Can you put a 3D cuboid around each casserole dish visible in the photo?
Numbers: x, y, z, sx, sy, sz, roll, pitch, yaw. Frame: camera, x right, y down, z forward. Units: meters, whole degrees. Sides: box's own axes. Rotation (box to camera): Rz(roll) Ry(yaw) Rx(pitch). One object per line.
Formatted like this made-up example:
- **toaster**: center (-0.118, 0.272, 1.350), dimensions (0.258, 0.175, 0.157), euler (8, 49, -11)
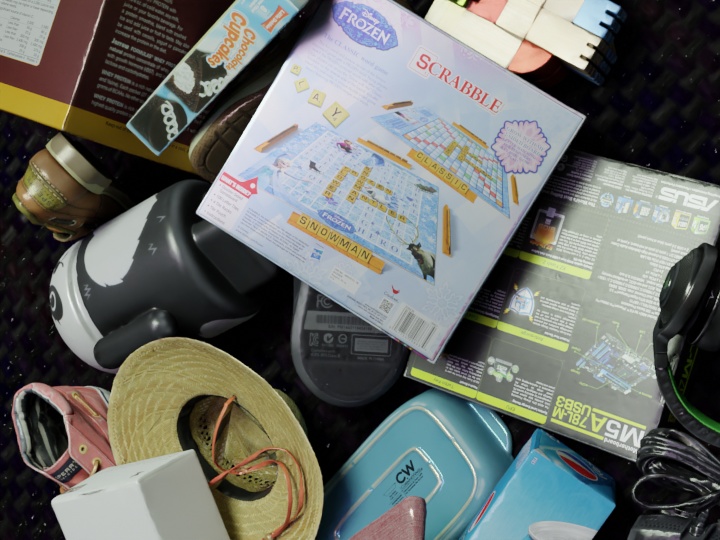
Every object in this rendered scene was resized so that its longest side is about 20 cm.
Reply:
- **casserole dish**: center (0.028, 0.174, 1.094), dimensions (0.200, 0.039, 0.121), euler (-48, 60, 15)

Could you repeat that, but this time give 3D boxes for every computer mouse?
- **computer mouse**: center (0.211, 0.215, 0.956), dimensions (0.138, 0.053, 0.200), euler (28, 99, 31)
- **computer mouse**: center (0.000, 0.000, 1.113), dimensions (0.138, 0.053, 0.200), euler (8, 93, -8)

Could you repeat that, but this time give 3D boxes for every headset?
- **headset**: center (0.249, 0.013, 0.948), dimensions (0.123, 0.094, 0.200), euler (1, 105, 7)

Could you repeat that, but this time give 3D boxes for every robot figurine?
- **robot figurine**: center (-0.156, 0.003, 1.192), dimensions (0.200, 0.150, 0.125), euler (-27, 81, 26)

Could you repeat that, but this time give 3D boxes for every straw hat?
- **straw hat**: center (-0.090, 0.129, 1.144), dimensions (0.201, 0.085, 0.201), euler (13, 116, 30)

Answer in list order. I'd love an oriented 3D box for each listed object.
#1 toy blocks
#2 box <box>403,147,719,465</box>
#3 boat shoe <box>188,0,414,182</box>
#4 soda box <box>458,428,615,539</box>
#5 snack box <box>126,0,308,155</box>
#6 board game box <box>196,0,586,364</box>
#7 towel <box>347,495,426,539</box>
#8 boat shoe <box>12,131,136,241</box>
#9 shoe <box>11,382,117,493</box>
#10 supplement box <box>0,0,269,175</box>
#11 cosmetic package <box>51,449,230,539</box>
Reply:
- **toy blocks**: center (0.131, -0.185, 1.072), dimensions (0.137, 0.100, 0.200), euler (32, 96, 21)
- **box**: center (0.147, 0.015, 1.043), dimensions (0.200, 0.047, 0.194), euler (17, 93, 33)
- **boat shoe**: center (-0.049, -0.145, 1.114), dimensions (0.200, 0.072, 0.076), euler (-35, 48, 6)
- **soda box**: center (0.091, 0.211, 1.017), dimensions (0.068, 0.064, 0.200), euler (34, 102, 4)
- **snack box**: center (-0.084, -0.172, 1.071), dimensions (0.037, 0.116, 0.200), euler (42, 137, -10)
- **board game box**: center (0.021, -0.072, 1.038), dimensions (0.200, 0.041, 0.200), euler (33, 97, 5)
- **towel**: center (0.007, 0.266, 0.986), dimensions (0.144, 0.023, 0.200), euler (-45, 37, 48)
- **boat shoe**: center (-0.236, -0.062, 1.213), dimensions (0.068, 0.200, 0.072), euler (-44, 81, -2)
- **shoe**: center (-0.215, 0.176, 1.218), dimensions (0.071, 0.091, 0.200), euler (-43, 61, 19)
- **supplement box**: center (-0.185, -0.200, 1.206), dimensions (0.133, 0.197, 0.200), euler (20, 93, 34)
- **cosmetic package**: center (-0.143, 0.243, 1.123), dimensions (0.102, 0.074, 0.200), euler (-16, 96, 36)
